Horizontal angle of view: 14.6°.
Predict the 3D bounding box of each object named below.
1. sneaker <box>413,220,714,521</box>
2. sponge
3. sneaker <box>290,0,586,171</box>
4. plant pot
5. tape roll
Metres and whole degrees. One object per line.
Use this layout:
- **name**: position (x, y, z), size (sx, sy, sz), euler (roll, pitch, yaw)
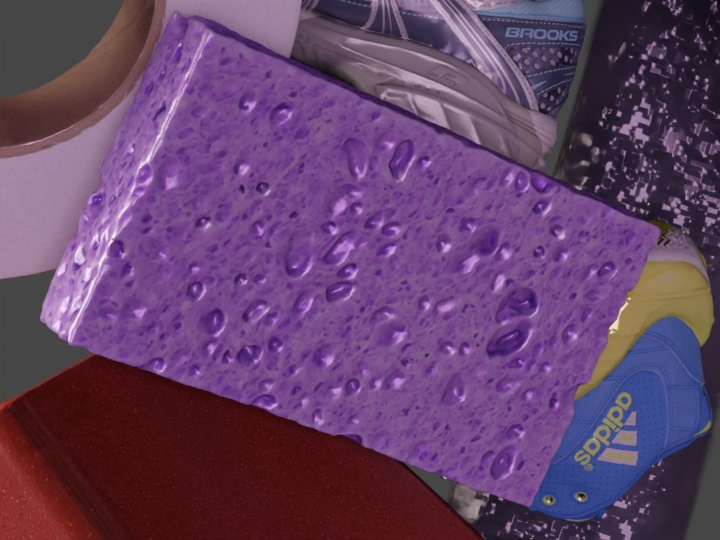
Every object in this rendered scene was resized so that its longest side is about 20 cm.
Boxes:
- **sneaker**: position (0.043, 0.057, 1.047), size (0.199, 0.076, 0.105), euler (-17, 102, 0)
- **sponge**: position (0.000, 0.000, 0.945), size (0.199, 0.030, 0.112), euler (22, 98, -34)
- **sneaker**: position (-0.010, -0.107, 0.999), size (0.199, 0.078, 0.087), euler (29, 82, -14)
- **plant pot**: position (-0.082, 0.128, 0.965), size (0.200, 0.200, 0.177), euler (-35, 87, 30)
- **tape roll**: position (-0.118, -0.090, 0.897), size (0.202, 0.037, 0.204), euler (-9, 123, -13)
